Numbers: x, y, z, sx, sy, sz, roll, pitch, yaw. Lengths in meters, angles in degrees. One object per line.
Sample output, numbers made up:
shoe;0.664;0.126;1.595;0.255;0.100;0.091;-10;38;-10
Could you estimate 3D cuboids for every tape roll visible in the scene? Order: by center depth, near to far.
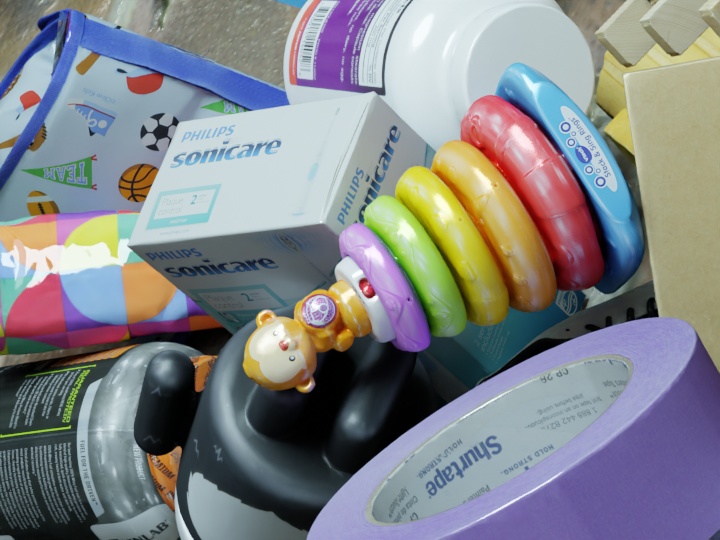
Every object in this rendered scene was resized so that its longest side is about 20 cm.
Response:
tape roll;0.077;0.100;1.264;0.200;0.066;0.200;-30;12;7

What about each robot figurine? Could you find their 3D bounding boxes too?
robot figurine;-0.030;0.098;1.461;0.125;0.200;0.150;-20;66;-25

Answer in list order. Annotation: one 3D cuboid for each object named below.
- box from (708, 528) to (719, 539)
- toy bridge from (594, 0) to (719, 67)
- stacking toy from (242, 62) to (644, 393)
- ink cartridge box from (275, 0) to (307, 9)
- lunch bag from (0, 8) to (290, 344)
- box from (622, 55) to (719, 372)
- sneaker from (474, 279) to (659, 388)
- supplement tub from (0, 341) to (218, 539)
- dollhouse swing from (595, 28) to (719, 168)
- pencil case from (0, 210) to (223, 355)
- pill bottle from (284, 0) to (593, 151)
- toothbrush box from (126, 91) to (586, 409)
box;0.162;0.183;1.245;0.200;0.124;0.098;-24;42;28
toy bridge;0.170;-0.136;1.392;0.067;0.027;0.200;-45;9;-6
stacking toy;0.029;-0.003;1.368;0.200;0.116;0.110;-30;-9;-10
ink cartridge box;0.019;-0.267;1.675;0.147;0.146;0.200;-72;-3;-49
lunch bag;-0.137;-0.065;1.680;0.200;0.170;0.124;-49;29;46
box;0.233;-0.031;1.327;0.200;0.021;0.164;-10;82;12
sneaker;0.145;0.042;1.413;0.200;0.080;0.074;-34;65;21
supplement tub;-0.147;0.107;1.622;0.200;0.123;0.123;-9;51;40
dollhouse swing;0.198;-0.140;1.475;0.200;0.182;0.176;-46;57;3
pencil case;-0.130;0.002;1.612;0.200;0.088;0.088;-4;45;-1
pill bottle;0.045;-0.108;1.539;0.113;0.112;0.200;-55;25;-10
toothbrush box;0.000;0.000;1.507;0.146;0.200;0.085;-5;54;41
